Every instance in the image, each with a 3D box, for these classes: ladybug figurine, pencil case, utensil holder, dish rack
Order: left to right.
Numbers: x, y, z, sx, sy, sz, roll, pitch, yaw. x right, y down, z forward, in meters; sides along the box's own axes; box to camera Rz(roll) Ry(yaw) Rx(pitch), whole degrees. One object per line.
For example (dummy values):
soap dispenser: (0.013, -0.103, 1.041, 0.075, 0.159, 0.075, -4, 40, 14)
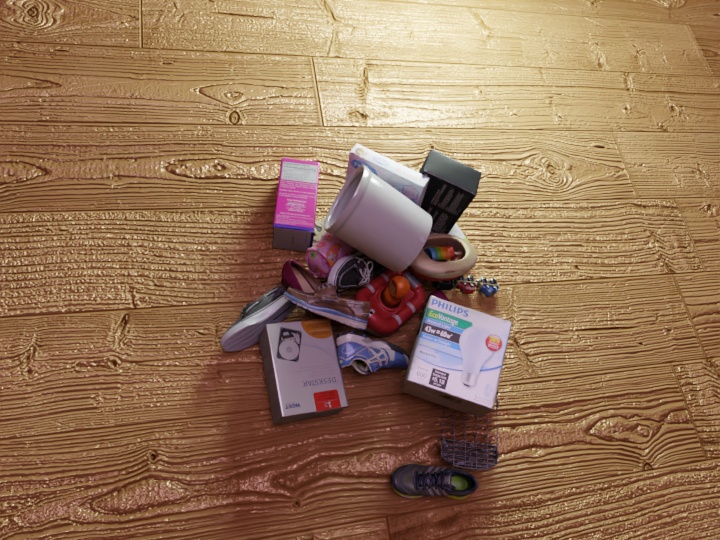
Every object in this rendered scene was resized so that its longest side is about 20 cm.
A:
pencil case: (-0.052, -0.068, 1.442, 0.087, 0.088, 0.200, 38, 50, 5)
utensil holder: (0.042, -0.114, 1.364, 0.198, 0.170, 0.172, 31, 60, -16)
ladybug figurine: (0.191, -0.026, 1.471, 0.196, 0.073, 0.137, -3, 48, -19)
dish rack: (0.246, 0.350, 1.366, 0.150, 0.055, 0.203, 9, 65, -9)

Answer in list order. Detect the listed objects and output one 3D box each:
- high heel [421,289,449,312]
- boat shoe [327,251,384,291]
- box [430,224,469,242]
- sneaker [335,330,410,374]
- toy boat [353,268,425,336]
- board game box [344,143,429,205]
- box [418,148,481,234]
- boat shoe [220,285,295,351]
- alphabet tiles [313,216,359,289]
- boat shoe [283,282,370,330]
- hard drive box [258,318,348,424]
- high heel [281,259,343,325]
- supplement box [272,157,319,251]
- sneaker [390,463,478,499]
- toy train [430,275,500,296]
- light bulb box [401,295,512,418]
high heel: (0.240, 0.133, 1.466, 0.201, 0.067, 0.096, 50, 40, 0)
boat shoe: (0.000, 0.003, 1.410, 0.067, 0.075, 0.198, 14, 22, 31)
box: (0.189, -0.097, 1.574, 0.143, 0.036, 0.202, -26, 73, -24)
sneaker: (0.027, 0.200, 1.350, 0.197, 0.075, 0.078, 18, 59, -27)
toy boat: (0.075, 0.059, 1.406, 0.131, 0.131, 0.199, 46, 57, 10)
board game box: (0.054, -0.185, 1.465, 0.198, 0.201, 0.041, 26, 52, 11)
box: (0.194, -0.188, 1.483, 0.139, 0.201, 0.080, 22, 60, -4)
boat shoe: (-0.238, 0.108, 1.351, 0.199, 0.073, 0.071, -33, 54, -25)
alphabet tiles: (-0.036, -0.057, 1.511, 0.165, 0.006, 0.201, -30, 76, -24)
boat shoe: (-0.071, 0.067, 1.321, 0.197, 0.072, 0.074, 20, 85, 1)
hard drive box: (-0.127, 0.218, 1.304, 0.153, 0.077, 0.203, -4, 67, -26)
high heel: (-0.100, 0.054, 1.380, 0.198, 0.096, 0.068, 30, 60, 1)
supplement box: (-0.158, -0.163, 1.472, 0.101, 0.102, 0.203, 7, 63, -6)
sneaker: (0.161, 0.448, 1.279, 0.196, 0.081, 0.075, 5, 63, -12)
toy train: (0.271, 0.037, 1.521, 0.196, 0.034, 0.046, 6, 55, -17)
light bulb box: (0.211, 0.192, 1.324, 0.195, 0.125, 0.203, 17, 68, 4)
